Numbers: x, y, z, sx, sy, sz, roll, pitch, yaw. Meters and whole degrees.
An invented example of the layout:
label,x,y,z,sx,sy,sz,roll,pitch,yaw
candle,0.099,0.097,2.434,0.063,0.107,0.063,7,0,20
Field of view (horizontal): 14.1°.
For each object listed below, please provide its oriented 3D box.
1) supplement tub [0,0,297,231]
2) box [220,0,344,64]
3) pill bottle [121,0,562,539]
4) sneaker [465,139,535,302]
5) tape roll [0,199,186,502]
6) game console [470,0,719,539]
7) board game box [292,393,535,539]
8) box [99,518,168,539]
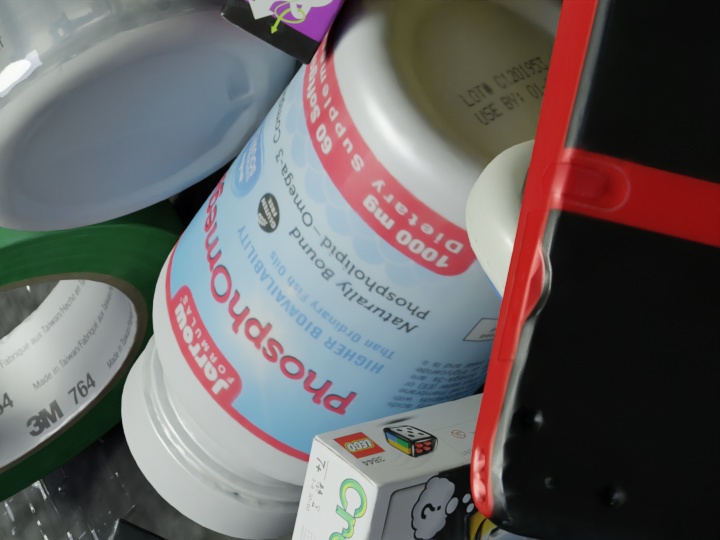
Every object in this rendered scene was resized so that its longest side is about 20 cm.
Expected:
label,x,y,z,sx,sy,sz,roll,pitch,yaw
supplement tub,-0.110,-0.124,0.940,0.123,0.122,0.201,-50,59,42
box,0.027,-0.175,0.852,0.036,0.143,0.200,28,127,-5
pill bottle,0.000,0.000,0.936,0.109,0.108,0.200,59,135,21
sneaker,0.089,0.060,0.767,0.200,0.077,0.111,38,136,-4
tape roll,-0.152,0.029,1.046,0.048,0.200,0.201,58,135,23
game console,0.137,-0.005,0.704,0.031,0.199,0.178,165,117,-83
board game box,0.022,0.134,0.928,0.035,0.126,0.201,34,123,39
box,-0.103,0.201,1.045,0.200,0.078,0.142,-53,15,54
